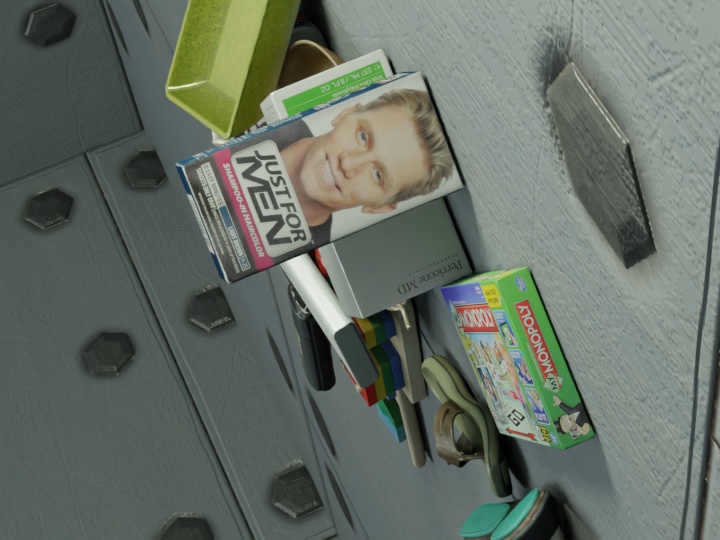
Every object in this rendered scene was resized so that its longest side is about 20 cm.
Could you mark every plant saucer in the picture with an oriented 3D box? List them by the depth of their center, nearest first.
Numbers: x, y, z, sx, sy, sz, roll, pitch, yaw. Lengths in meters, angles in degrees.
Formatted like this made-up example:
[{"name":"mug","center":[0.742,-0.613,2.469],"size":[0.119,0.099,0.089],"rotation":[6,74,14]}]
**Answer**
[{"name":"plant saucer","center":[-0.020,-0.116,1.560],"size":[0.200,0.035,0.201],"rotation":[45,142,49]},{"name":"plant saucer","center":[-0.112,-0.237,1.614],"size":[0.200,0.048,0.200],"rotation":[37,113,60]}]

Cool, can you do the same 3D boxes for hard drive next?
[{"name":"hard drive","center":[-0.052,0.012,1.691],"size":[0.200,0.027,0.132],"rotation":[56,176,30]}]

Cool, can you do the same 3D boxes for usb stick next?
[{"name":"usb stick","center":[-0.053,0.073,1.851],"size":[0.056,0.033,0.200],"rotation":[58,169,26]}]

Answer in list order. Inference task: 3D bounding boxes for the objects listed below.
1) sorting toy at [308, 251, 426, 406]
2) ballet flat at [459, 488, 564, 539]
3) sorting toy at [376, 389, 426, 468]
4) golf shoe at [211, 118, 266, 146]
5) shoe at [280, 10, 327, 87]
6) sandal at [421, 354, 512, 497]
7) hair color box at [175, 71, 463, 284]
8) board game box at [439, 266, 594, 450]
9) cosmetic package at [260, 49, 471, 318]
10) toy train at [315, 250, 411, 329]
[{"name":"sorting toy","center":[-0.012,0.031,1.832],"size":[0.199,0.069,0.200],"rotation":[57,168,32]},{"name":"ballet flat","center":[0.145,0.234,1.492],"size":[0.073,0.073,0.200],"rotation":[66,165,6]},{"name":"sorting toy","center":[0.018,0.117,2.022],"size":[0.186,0.036,0.200],"rotation":[76,168,-45]},{"name":"golf shoe","center":[-0.108,-0.169,1.812],"size":[0.200,0.088,0.077],"rotation":[114,160,-63]},{"name":"shoe","center":[-0.062,-0.176,1.687],"size":[0.091,0.071,0.201],"rotation":[-121,17,-49]},{"name":"sandal","center":[0.093,0.153,1.595],"size":[0.201,0.057,0.080],"rotation":[-127,17,-58]},{"name":"hair color box","center":[-0.032,-0.074,1.313],"size":[0.061,0.199,0.100],"rotation":[-155,42,-78]},{"name":"board game box","center":[0.119,0.067,1.322],"size":[0.200,0.029,0.135],"rotation":[165,82,-81]},{"name":"cosmetic package","center":[0.003,-0.070,1.420],"size":[0.201,0.107,0.085],"rotation":[66,170,-3]},{"name":"toy train","center":[0.000,0.000,1.672],"size":[0.116,0.084,0.200],"rotation":[90,155,-63]}]
